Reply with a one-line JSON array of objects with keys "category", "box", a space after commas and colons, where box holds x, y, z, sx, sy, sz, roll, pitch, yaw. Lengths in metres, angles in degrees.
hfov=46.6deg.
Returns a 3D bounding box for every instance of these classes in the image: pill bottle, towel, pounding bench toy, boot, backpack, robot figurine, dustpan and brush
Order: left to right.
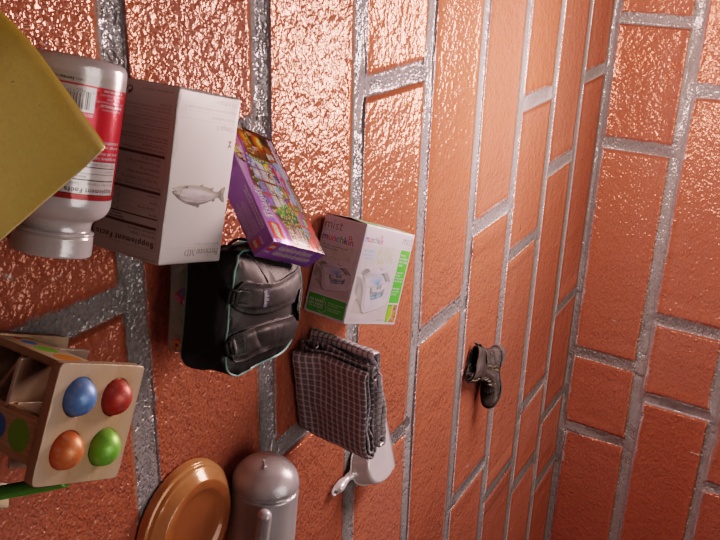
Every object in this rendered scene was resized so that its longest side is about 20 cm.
[{"category": "pounding bench toy", "box": [-0.341, 0.184, 0.903, 0.124, 0.153, 0.204, 15, 90, -62]}, {"category": "pill bottle", "box": [-0.310, -0.120, 0.871, 0.112, 0.110, 0.205, -4, 106, -61]}, {"category": "backpack", "box": [-0.169, 0.042, 1.162, 0.199, 0.151, 0.180, -11, 106, -58]}, {"category": "robot figurine", "box": [-0.159, 0.387, 1.378, 0.170, 0.110, 0.205, -115, -151, -72]}, {"category": "towel", "box": [-0.037, 0.221, 1.479, 0.085, 0.163, 0.204, -34, 131, -43]}, {"category": "dustpan and brush", "box": [0.002, 0.416, 1.768, 0.200, 0.056, 0.142, -44, 128, -55]}, {"category": "boot", "box": [0.334, 0.293, 2.322, 0.173, 0.068, 0.205, -1, 99, -56]}]

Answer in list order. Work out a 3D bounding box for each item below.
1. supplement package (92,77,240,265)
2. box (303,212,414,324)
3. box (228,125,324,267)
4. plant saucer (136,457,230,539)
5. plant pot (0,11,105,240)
[{"category": "supplement package", "box": [-0.234, -0.119, 1.008, 0.116, 0.115, 0.205, -8, 109, -61]}, {"category": "box", "box": [0.000, 0.000, 1.523, 0.199, 0.095, 0.180, 9, 97, -61]}, {"category": "box", "box": [-0.133, -0.105, 1.151, 0.136, 0.039, 0.203, 12, 48, -62]}, {"category": "plant saucer", "box": [-0.260, 0.390, 1.272, 0.199, 0.037, 0.204, -34, 130, -52]}, {"category": "plant pot", "box": [-0.374, -0.134, 0.681, 0.195, 0.192, 0.202, -53, 135, -36]}]
